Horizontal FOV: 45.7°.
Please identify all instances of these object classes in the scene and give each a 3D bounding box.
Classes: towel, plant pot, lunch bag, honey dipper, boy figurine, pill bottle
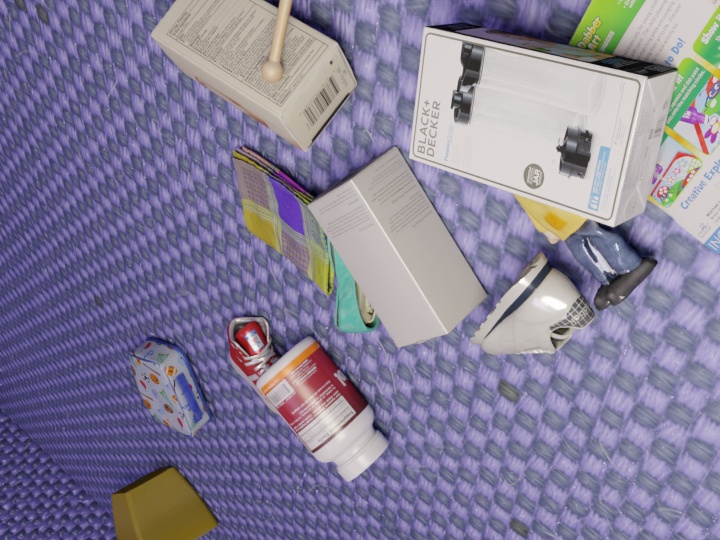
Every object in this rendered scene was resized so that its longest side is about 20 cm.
[{"bbox_3d":[-0.102,-0.067,1.126,0.199,0.023,0.145,38,144,37],"label":"towel"},{"bbox_3d":[-0.499,0.593,2.089,0.199,0.199,0.178,-23,91,55],"label":"plant pot"},{"bbox_3d":[-0.377,0.237,1.710,0.159,0.075,0.202,8,126,43],"label":"lunch bag"},{"bbox_3d":[-0.069,-0.282,0.820,0.038,0.038,0.202,26,110,32],"label":"honey dipper"},{"bbox_3d":[0.180,-0.059,0.777,0.200,0.064,0.124,47,170,0],"label":"boy figurine"},{"bbox_3d":[-0.053,0.207,1.266,0.201,0.113,0.113,50,146,2],"label":"pill bottle"}]

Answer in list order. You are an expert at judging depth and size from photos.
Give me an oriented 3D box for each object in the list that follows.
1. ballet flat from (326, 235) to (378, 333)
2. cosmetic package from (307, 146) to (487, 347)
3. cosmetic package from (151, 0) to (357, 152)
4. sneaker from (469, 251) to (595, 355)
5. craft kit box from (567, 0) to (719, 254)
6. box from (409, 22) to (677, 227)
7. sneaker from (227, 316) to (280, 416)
[{"bbox_3d":[0.000,0.000,1.070,0.069,0.068,0.202,9,132,14],"label":"ballet flat"},{"bbox_3d":[0.041,-0.022,0.970,0.107,0.085,0.201,-19,106,55],"label":"cosmetic package"},{"bbox_3d":[-0.115,-0.229,0.926,0.199,0.104,0.087,36,174,23],"label":"cosmetic package"},{"bbox_3d":[0.172,0.057,0.877,0.080,0.077,0.200,37,162,7],"label":"sneaker"},{"bbox_3d":[0.252,-0.141,0.651,0.197,0.048,0.201,40,144,13],"label":"craft kit box"},{"bbox_3d":[0.138,-0.123,0.687,0.199,0.060,0.118,26,121,34],"label":"box"},{"bbox_3d":[-0.143,0.151,1.358,0.199,0.071,0.113,34,146,27],"label":"sneaker"}]
